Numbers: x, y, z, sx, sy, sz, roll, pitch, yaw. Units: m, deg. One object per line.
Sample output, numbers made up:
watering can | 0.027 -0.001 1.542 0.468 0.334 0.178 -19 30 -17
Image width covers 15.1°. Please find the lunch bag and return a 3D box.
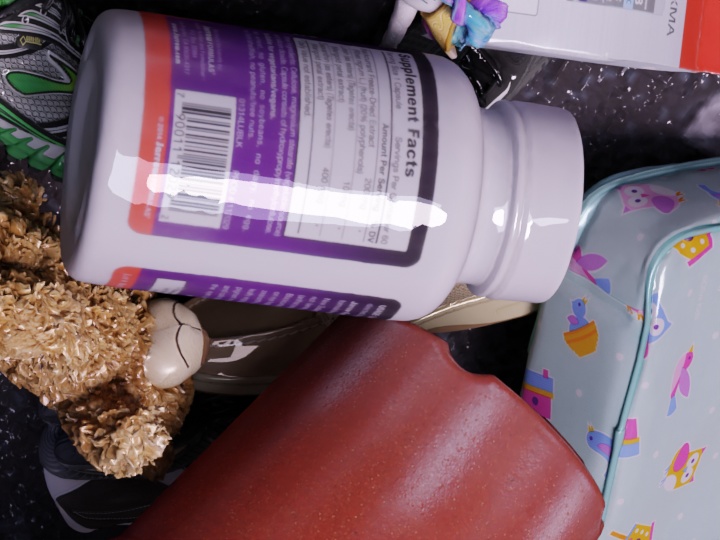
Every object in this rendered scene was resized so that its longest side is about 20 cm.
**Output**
lunch bag | 0.154 0.046 1.282 0.160 0.077 0.200 -13 125 -38

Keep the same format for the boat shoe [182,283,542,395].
boat shoe | 0.000 0.000 1.247 0.200 0.071 0.065 -17 127 -15

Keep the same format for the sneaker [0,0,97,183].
sneaker | -0.137 -0.093 1.140 0.200 0.078 0.085 11 127 -41

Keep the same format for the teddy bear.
teddy bear | -0.125 0.018 1.132 0.067 0.145 0.200 -43 127 6

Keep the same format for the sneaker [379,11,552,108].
sneaker | 0.021 -0.067 1.208 0.200 0.091 0.067 -32 119 3

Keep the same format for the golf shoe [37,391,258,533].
golf shoe | -0.053 0.080 1.283 0.199 0.078 0.095 -3 135 -10

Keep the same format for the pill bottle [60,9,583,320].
pill bottle | -0.016 -0.039 1.103 0.199 0.111 0.112 7 114 -14

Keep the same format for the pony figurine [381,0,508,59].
pony figurine | 0.032 -0.187 1.059 0.193 0.167 0.200 -36 123 21

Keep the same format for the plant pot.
plant pot | -0.009 0.135 1.150 0.195 0.201 0.201 -50 119 -16

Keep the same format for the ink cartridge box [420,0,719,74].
ink cartridge box | 0.133 -0.167 1.179 0.199 0.047 0.161 6 92 -13
